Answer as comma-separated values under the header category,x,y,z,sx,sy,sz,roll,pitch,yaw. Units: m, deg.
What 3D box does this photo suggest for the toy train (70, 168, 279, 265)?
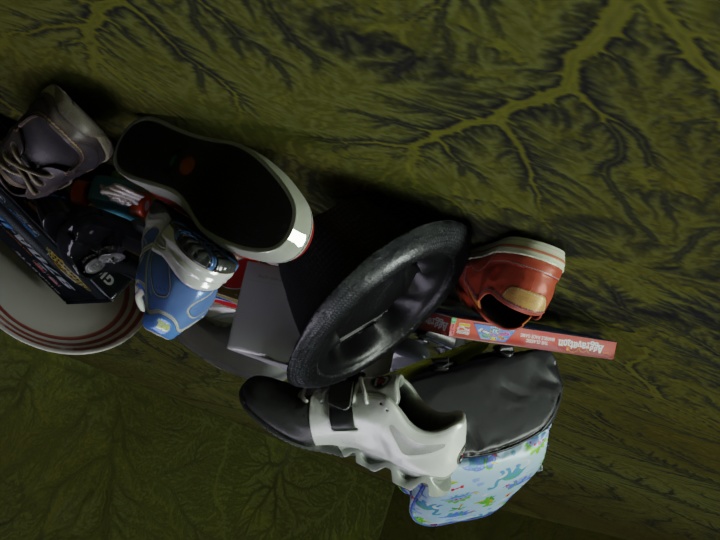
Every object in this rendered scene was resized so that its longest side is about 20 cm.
category,x,y,z,sx,sy,sz,roll,pitch,yaw
toy train,-0.151,-0.056,1.270,0.200,0.056,0.150,24,164,-34

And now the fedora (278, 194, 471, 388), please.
category,x,y,z,sx,sy,sz,roll,pitch,yaw
fedora,-0.005,0.004,1.148,0.092,0.200,0.201,52,179,18

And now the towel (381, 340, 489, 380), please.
category,x,y,z,sx,sy,sz,roll,pitch,yaw
towel,0.027,0.112,1.363,0.199,0.018,0.086,-20,166,-16

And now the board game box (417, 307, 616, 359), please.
category,x,y,z,sx,sy,sz,roll,pitch,yaw
board game box,0.125,0.054,1.297,0.199,0.020,0.103,10,-179,-36

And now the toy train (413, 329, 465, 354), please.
category,x,y,z,sx,sy,sz,roll,pitch,yaw
toy train,0.026,0.043,1.497,0.199,0.034,0.046,23,164,-25

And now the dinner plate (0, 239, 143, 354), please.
category,x,y,z,sx,sy,sz,roll,pitch,yaw
dinner plate,-0.310,0.007,1.473,0.199,0.201,0.024,21,135,-16

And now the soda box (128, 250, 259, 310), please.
category,x,y,z,sx,sy,sz,roll,pitch,yaw
soda box,-0.159,-0.011,1.439,0.199,0.068,0.064,19,168,-4

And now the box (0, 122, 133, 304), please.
category,x,y,z,sx,sy,sz,roll,pitch,yaw
box,-0.309,-0.053,1.351,0.200,0.046,0.159,48,159,-18

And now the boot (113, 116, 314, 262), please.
category,x,y,z,sx,sy,sz,roll,pitch,yaw
boot,-0.082,-0.046,1.116,0.200,0.073,0.144,30,178,39

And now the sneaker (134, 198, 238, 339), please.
category,x,y,z,sx,sy,sz,roll,pitch,yaw
sneaker,-0.146,-0.002,1.118,0.076,0.077,0.200,31,-176,-10

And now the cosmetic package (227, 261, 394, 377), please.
category,x,y,z,sx,sy,sz,roll,pitch,yaw
cosmetic package,-0.038,0.056,1.338,0.107,0.085,0.200,11,172,14

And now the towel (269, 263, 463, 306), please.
category,x,y,z,sx,sy,sz,roll,pitch,yaw
towel,0.000,0.000,1.336,0.132,0.035,0.200,25,167,-29

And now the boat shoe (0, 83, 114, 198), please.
category,x,y,z,sx,sy,sz,roll,pitch,yaw
boat shoe,-0.250,-0.090,1.149,0.074,0.073,0.200,43,164,-8

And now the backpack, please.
category,x,y,z,sx,sy,sz,roll,pitch,yaw
backpack,0.096,0.162,1.373,0.162,0.154,0.200,-12,171,-20

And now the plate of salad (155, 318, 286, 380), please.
category,x,y,z,sx,sy,sz,roll,pitch,yaw
plate of salad,-0.162,0.066,1.633,0.200,0.048,0.200,30,-159,-12

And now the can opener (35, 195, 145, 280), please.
category,x,y,z,sx,sy,sz,roll,pitch,yaw
can opener,-0.197,-0.017,1.262,0.063,0.079,0.200,-35,148,20

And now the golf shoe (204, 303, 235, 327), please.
category,x,y,z,sx,sy,sz,roll,pitch,yaw
golf shoe,-0.107,0.025,1.581,0.199,0.079,0.097,24,142,-22

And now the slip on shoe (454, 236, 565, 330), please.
category,x,y,z,sx,sy,sz,roll,pitch,yaw
slip on shoe,0.116,0.018,1.182,0.074,0.061,0.200,17,170,-7

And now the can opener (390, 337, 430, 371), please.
category,x,y,z,sx,sy,sz,roll,pitch,yaw
can opener,-0.022,0.065,1.502,0.199,0.053,0.067,19,139,7

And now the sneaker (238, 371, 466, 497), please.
category,x,y,z,sx,sy,sz,roll,pitch,yaw
sneaker,-0.002,0.115,1.229,0.199,0.089,0.074,19,-153,-1
